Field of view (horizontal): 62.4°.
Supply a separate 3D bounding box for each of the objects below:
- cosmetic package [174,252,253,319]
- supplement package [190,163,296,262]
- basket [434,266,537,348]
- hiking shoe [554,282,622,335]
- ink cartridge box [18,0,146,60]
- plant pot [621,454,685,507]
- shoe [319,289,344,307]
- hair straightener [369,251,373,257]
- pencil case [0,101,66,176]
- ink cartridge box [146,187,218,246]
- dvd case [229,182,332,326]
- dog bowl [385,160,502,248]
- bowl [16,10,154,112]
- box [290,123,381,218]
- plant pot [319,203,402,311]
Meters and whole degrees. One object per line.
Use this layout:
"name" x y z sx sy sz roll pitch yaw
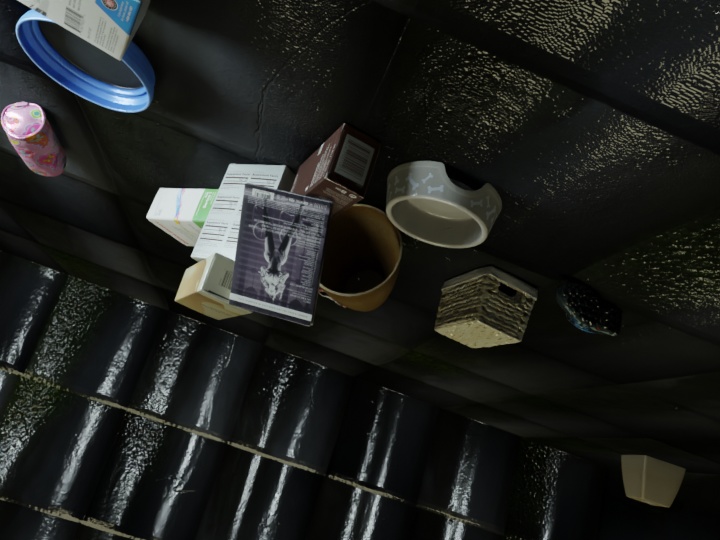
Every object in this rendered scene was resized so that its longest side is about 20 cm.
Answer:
"cosmetic package" -0.260 0.034 1.084 0.104 0.072 0.199 26 160 -23
"supplement package" -0.185 -0.069 1.153 0.145 0.203 0.191 7 158 30
"basket" 0.264 0.087 1.290 0.134 0.125 0.200 24 161 -16
"hiking shoe" 0.441 0.086 1.197 0.199 0.076 0.086 30 157 -31
"ink cartridge box" -0.340 -0.355 0.673 0.198 0.086 0.145 28 159 -25
"plant pot" 1.289 0.941 2.648 0.197 0.180 0.200 19 162 -2
"shoe" -0.084 0.001 1.385 0.199 0.092 0.071 39 163 -26
"hair straightener" 0.036 -0.014 1.350 0.076 0.042 0.200 21 161 -8
"pencil case" -0.674 -0.270 1.237 0.086 0.089 0.200 20 162 -7
"ink cartridge box" -0.365 -0.117 1.366 0.197 0.085 0.145 6 158 31
"dvd case" -0.129 -0.025 0.949 0.146 0.204 0.016 13 -167 12
"dog bowl" 0.131 -0.102 0.988 0.197 0.060 0.201 16 161 6
"bowl" -0.404 -0.316 0.891 0.197 0.040 0.201 17 161 6
"box" -0.051 -0.147 0.967 0.074 0.102 0.199 24 160 -18
"plant pot" 0.000 0.000 1.179 0.183 0.189 0.201 13 159 15
